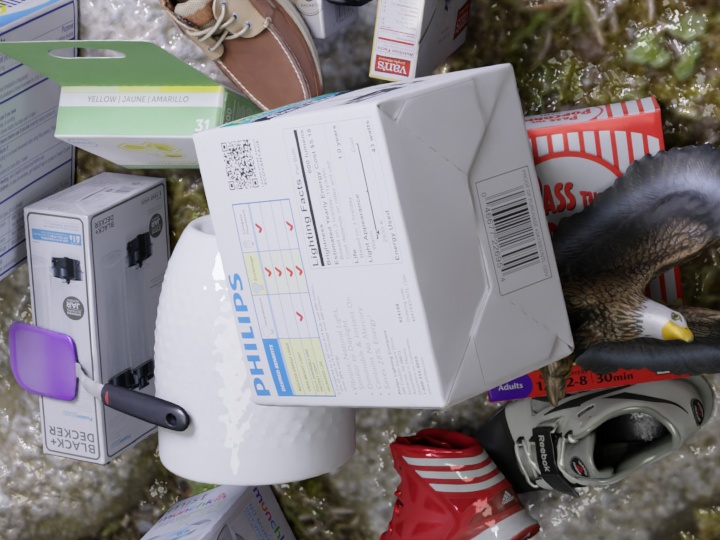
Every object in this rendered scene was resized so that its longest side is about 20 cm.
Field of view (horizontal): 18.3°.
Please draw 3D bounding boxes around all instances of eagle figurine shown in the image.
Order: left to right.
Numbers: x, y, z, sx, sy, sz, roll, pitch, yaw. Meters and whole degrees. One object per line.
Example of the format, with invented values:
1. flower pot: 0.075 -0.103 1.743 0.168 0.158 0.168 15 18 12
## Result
1. eagle figurine: 0.190 0.018 1.543 0.151 0.199 0.152 51 144 23

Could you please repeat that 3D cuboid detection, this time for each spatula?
1. spatula: -0.193 0.086 1.646 0.199 0.020 0.057 19 116 44

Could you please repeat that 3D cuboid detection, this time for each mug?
1. mug: -0.054 0.048 1.642 0.199 0.148 0.176 -5 105 -11

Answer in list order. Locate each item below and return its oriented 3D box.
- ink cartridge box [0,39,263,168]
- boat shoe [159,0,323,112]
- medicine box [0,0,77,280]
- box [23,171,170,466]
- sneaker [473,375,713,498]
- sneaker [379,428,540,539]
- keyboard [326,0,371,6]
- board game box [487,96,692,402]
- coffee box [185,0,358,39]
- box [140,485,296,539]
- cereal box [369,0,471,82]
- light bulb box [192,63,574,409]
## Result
1. ink cartridge box: -0.161 -0.117 1.616 0.145 0.200 0.048 2 81 28
2. boat shoe: -0.103 -0.183 1.562 0.076 0.072 0.200 -36 95 28
3. medicine box: -0.296 -0.102 1.682 0.102 0.182 0.201 9 110 16
4. box: -0.198 0.036 1.727 0.060 0.117 0.201 6 111 26
5. sneaker: 0.158 0.127 1.655 0.199 0.089 0.074 -22 101 26
6. sneaker: 0.046 0.186 1.721 0.200 0.078 0.116 -34 80 40
7. keyboard: -0.003 -0.282 1.563 0.039 0.104 0.201 5 110 28
8. board game box: 0.152 -0.014 1.614 0.151 0.046 0.201 -8 105 5
9. coffee box: -0.072 -0.271 1.605 0.112 0.080 0.201 1 108 19
10. box: -0.102 0.290 1.748 0.096 0.176 0.201 -22 99 25
11. cereal box: 0.053 -0.240 1.538 0.039 0.144 0.201 12 112 14
12. light bulb box: 0.012 -0.019 1.470 0.200 0.124 0.199 -3 102 51
